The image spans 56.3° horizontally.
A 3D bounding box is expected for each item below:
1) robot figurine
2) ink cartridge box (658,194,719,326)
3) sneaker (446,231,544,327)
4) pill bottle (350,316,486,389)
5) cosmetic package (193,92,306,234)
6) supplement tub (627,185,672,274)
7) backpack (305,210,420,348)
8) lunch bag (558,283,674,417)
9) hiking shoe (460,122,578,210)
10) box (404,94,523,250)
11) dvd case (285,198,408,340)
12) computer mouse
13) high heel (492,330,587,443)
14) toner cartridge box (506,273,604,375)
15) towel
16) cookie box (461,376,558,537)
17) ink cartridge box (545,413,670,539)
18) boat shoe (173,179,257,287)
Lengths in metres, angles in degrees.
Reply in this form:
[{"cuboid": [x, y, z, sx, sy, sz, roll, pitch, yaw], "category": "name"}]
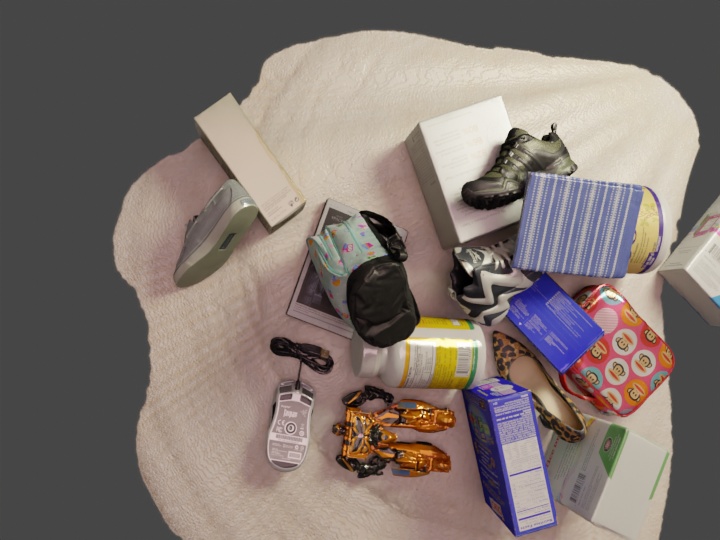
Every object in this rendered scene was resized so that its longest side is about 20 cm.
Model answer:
[{"cuboid": [0.052, 0.266, 1.089, 0.195, 0.058, 0.149, 6, 85, -9], "category": "robot figurine"}, {"cuboid": [0.649, -0.024, 1.179, 0.144, 0.085, 0.200, 44, 83, -4], "category": "ink cartridge box"}, {"cuboid": [0.207, -0.019, 1.035, 0.128, 0.080, 0.200, 27, 111, -34], "category": "sneaker"}, {"cuboid": [0.089, 0.129, 1.067, 0.195, 0.113, 0.116, 3, 87, -14], "category": "pill bottle"}, {"cuboid": [-0.172, -0.162, 1.057, 0.073, 0.103, 0.202, -35, 94, -9], "category": "cosmetic package"}, {"cuboid": [0.389, -0.070, 1.113, 0.195, 0.145, 0.149, 1, 87, -8], "category": "supplement tub"}, {"cuboid": [0.000, 0.000, 1.004, 0.124, 0.201, 0.170, -18, 129, -12], "category": "backpack"}, {"cuboid": [0.409, 0.144, 1.136, 0.176, 0.082, 0.201, -43, 93, -8], "category": "lunch bag"}, {"cuboid": [0.231, -0.161, 1.031, 0.196, 0.076, 0.103, -18, 81, -19], "category": "hiking shoe"}, {"cuboid": [0.181, -0.157, 1.106, 0.149, 0.106, 0.204, -19, 89, -10], "category": "box"}, {"cuboid": [-0.021, 0.003, 1.110, 0.147, 0.025, 0.204, 20, 85, -7], "category": "dvd case"}, {"cuboid": [-0.110, 0.215, 1.078, 0.107, 0.044, 0.205, 14, 80, -12], "category": "computer mouse"}, {"cuboid": [0.289, 0.182, 1.086, 0.071, 0.143, 0.202, -34, 92, -8], "category": "high heel"}, {"cuboid": [0.290, 0.062, 1.095, 0.095, 0.043, 0.201, -42, 68, 3], "category": "toner cartridge box"}, {"cuboid": [0.327, -0.066, 1.013, 0.195, 0.024, 0.148, 5, 102, -13], "category": "towel"}, {"cuboid": [0.229, 0.283, 1.059, 0.073, 0.171, 0.205, -11, 89, -5], "category": "cookie box"}, {"cuboid": [0.373, 0.314, 1.064, 0.086, 0.200, 0.148, 25, 83, -9], "category": "ink cartridge box"}, {"cuboid": [-0.232, -0.057, 1.035, 0.201, 0.069, 0.072, -46, 67, 27], "category": "boat shoe"}]
